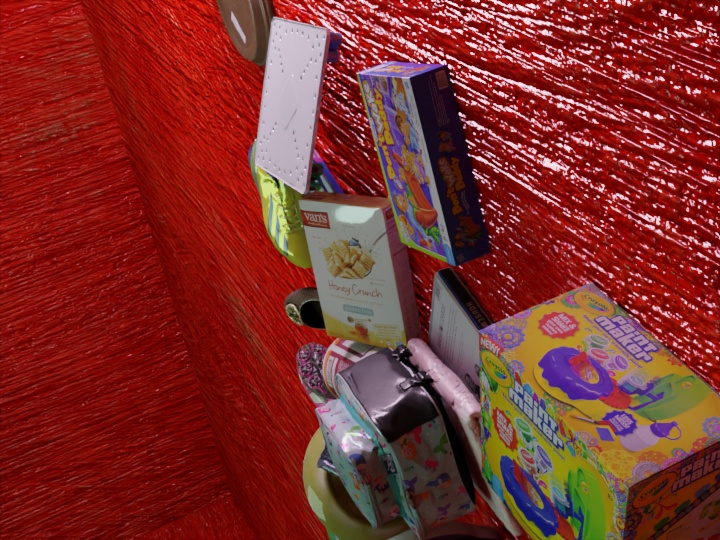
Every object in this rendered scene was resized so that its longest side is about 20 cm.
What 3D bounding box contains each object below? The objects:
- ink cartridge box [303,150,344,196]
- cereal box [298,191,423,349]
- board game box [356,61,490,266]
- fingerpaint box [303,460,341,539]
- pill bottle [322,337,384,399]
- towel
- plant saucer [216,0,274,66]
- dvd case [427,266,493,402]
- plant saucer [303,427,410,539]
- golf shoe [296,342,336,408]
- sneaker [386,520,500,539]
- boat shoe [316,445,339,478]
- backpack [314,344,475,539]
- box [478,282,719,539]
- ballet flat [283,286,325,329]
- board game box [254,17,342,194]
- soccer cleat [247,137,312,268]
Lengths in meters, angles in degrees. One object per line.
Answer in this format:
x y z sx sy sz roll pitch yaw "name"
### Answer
-0.041 -0.078 1.468 0.197 0.043 0.200 58 157 33 "ink cartridge box"
0.000 0.000 1.336 0.144 0.040 0.200 8 120 41 "cereal box"
0.066 -0.116 1.096 0.134 0.045 0.200 28 137 64 "board game box"
0.027 0.345 1.551 0.073 0.167 0.200 18 128 66 "fingerpaint box"
0.028 0.147 1.410 0.200 0.109 0.110 15 125 69 "pill bottle"
0.127 0.193 1.235 0.191 0.032 0.200 66 171 -26 "towel"
-0.173 -0.391 1.514 0.200 0.029 0.200 55 159 34 "plant saucer"
0.138 0.113 1.184 0.200 0.025 0.150 57 160 32 "dvd case"
0.019 0.285 1.457 0.200 0.200 0.031 64 152 14 "plant saucer"
-0.055 0.216 1.800 0.200 0.072 0.092 57 161 32 "golf shoe"
0.123 0.395 1.289 0.081 0.200 0.147 -34 56 35 "sneaker"
0.043 0.264 1.395 0.200 0.091 0.071 22 173 15 "boat shoe"
0.047 0.216 1.222 0.200 0.150 0.178 61 173 -26 "backpack"
0.204 0.154 0.877 0.200 0.122 0.193 49 153 47 "box"
-0.037 0.064 1.468 0.200 0.046 0.067 5 134 38 "ballet flat"
-0.083 -0.215 1.333 0.200 0.026 0.200 -145 60 -60 "board game box"
-0.106 -0.099 1.468 0.201 0.065 0.084 68 155 6 "soccer cleat"
